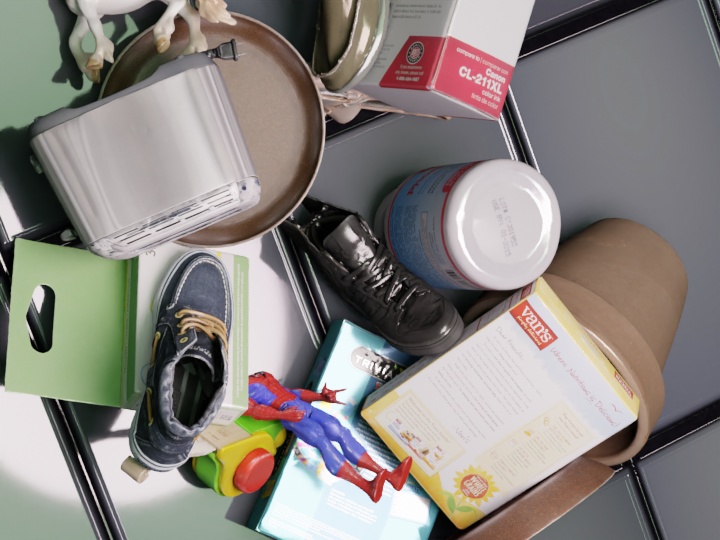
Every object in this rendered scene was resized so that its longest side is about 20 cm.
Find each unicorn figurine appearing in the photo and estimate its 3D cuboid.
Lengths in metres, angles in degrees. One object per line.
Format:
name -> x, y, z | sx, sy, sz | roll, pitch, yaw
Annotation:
unicorn figurine -> -0.210, -0.234, 1.608 | 0.198, 0.074, 0.139 | -6, 75, -11

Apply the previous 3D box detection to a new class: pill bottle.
pill bottle -> 0.086, -0.038, 1.669 | 0.108, 0.200, 0.110 | 0, 90, -22

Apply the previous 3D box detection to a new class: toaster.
toaster -> -0.165, -0.092, 1.572 | 0.198, 0.114, 0.130 | -23, 90, 1

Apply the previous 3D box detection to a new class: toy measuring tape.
toy measuring tape -> -0.133, 0.167, 1.630 | 0.199, 0.073, 0.074 | -16, 97, -51

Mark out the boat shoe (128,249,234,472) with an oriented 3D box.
boat shoe -> -0.131, 0.060, 1.550 | 0.070, 0.091, 0.202 | 20, 59, -17

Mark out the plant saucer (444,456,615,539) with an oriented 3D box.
plant saucer -> 0.135, 0.221, 1.698 | 0.199, 0.200, 0.035 | -33, 84, -19

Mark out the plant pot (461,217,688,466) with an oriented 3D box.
plant pot -> 0.213, 0.050, 1.745 | 0.201, 0.200, 0.175 | 52, 54, -14

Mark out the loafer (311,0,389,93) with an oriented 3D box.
loafer -> -0.015, -0.251, 1.609 | 0.069, 0.075, 0.202 | 9, 92, -34

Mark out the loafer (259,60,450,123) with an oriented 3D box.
loafer -> 0.001, -0.158, 1.709 | 0.198, 0.072, 0.064 | -7, 99, -25

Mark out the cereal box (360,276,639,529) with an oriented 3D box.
cereal box -> 0.119, 0.117, 1.641 | 0.199, 0.040, 0.144 | -35, 102, 23

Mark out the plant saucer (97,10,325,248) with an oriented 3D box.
plant saucer -> -0.128, -0.121, 1.641 | 0.198, 0.032, 0.203 | 0, 92, 2

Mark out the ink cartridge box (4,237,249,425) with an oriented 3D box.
ink cartridge box -> -0.193, 0.044, 1.611 | 0.198, 0.048, 0.147 | 11, 61, -23

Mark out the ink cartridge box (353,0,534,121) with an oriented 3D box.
ink cartridge box -> 0.077, -0.238, 1.620 | 0.082, 0.145, 0.202 | 20, 86, -33

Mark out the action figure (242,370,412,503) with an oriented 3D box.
action figure -> -0.048, 0.125, 1.640 | 0.065, 0.199, 0.052 | -24, 136, -52

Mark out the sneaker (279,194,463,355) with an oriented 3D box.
sneaker -> 0.002, -0.002, 1.657 | 0.060, 0.199, 0.105 | -44, 130, -12

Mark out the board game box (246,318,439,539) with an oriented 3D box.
board game box -> 0.007, 0.167, 1.711 | 0.150, 0.047, 0.202 | 25, 80, -13
